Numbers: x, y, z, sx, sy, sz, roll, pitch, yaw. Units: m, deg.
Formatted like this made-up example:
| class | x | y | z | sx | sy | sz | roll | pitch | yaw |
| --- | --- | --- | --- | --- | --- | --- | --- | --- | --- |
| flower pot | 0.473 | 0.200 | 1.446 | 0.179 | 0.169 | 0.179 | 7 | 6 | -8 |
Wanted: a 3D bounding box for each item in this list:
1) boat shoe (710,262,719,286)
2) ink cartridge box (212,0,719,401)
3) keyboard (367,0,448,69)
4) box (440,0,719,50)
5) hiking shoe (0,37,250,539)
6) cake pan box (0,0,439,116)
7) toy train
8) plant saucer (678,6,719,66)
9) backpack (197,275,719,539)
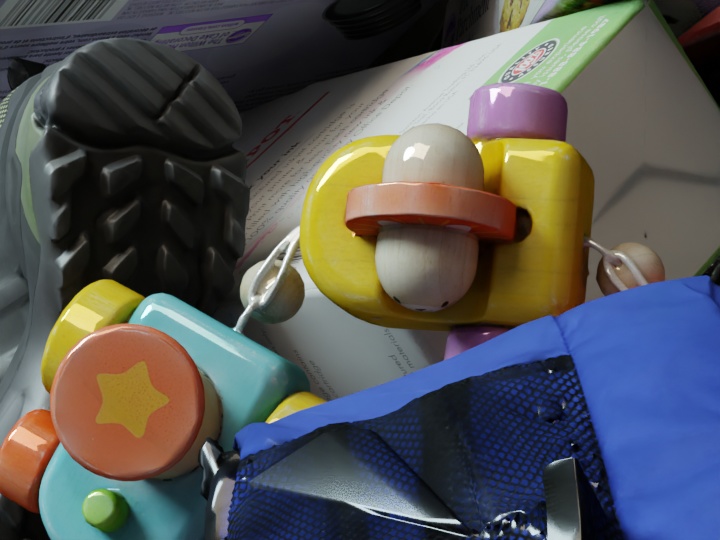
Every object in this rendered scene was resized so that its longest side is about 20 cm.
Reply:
| class | x | y | z | sx | sy | sz | roll | pitch | yaw |
| --- | --- | --- | --- | --- | --- | --- | --- | --- | --- |
| boat shoe | 0.152 | -0.050 | 0.721 | 0.200 | 0.068 | 0.072 | -43 | 29 | -15 |
| ink cartridge box | 0.000 | 0.000 | 0.775 | 0.117 | 0.067 | 0.200 | -45 | 19 | -28 |
| keyboard | 0.037 | -0.101 | 0.993 | 0.127 | 0.021 | 0.200 | -20 | 28 | 35 |
| box | 0.061 | -0.077 | 0.787 | 0.200 | 0.039 | 0.042 | 144 | 136 | -76 |
| hiking shoe | -0.078 | 0.043 | 0.725 | 0.101 | 0.076 | 0.200 | 4 | 83 | 65 |
| cake pan box | -0.075 | -0.068 | 0.833 | 0.200 | 0.052 | 0.184 | -13 | -21 | -40 |
| toy train | 0.012 | 0.039 | 0.618 | 0.200 | 0.150 | 0.056 | -24 | -18 | 9 |
| plant saucer | 0.134 | -0.147 | 0.811 | 0.200 | 0.037 | 0.200 | 163 | 128 | -74 |
| backpack | 0.059 | 0.106 | 0.431 | 0.168 | 0.163 | 0.200 | -22 | 26 | 11 |
